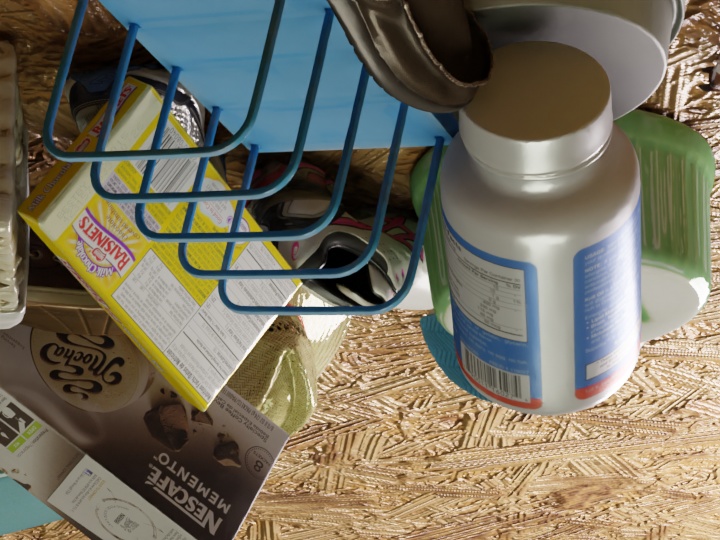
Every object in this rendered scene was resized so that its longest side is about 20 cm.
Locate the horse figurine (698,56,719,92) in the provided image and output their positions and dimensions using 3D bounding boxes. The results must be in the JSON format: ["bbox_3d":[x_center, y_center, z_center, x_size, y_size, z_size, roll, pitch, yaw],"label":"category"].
[{"bbox_3d":[0.302,-0.119,1.275,0.198,0.050,0.133,-8,171,-3],"label":"horse figurine"}]

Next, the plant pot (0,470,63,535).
[{"bbox_3d":[-0.231,0.104,1.658,0.198,0.143,0.141,-10,158,3],"label":"plant pot"}]

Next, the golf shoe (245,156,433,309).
[{"bbox_3d":[0.000,0.000,1.470,0.073,0.092,0.199,-42,144,20],"label":"golf shoe"}]

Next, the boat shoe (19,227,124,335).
[{"bbox_3d":[-0.204,-0.006,1.366,0.198,0.073,0.072,6,166,2],"label":"boat shoe"}]

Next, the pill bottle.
[{"bbox_3d":[0.101,-0.024,1.254,0.111,0.113,0.201,-4,134,2],"label":"pill bottle"}]

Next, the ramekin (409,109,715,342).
[{"bbox_3d":[0.132,-0.018,1.445,0.198,0.099,0.200,-2,158,-1],"label":"ramekin"}]

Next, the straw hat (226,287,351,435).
[{"bbox_3d":[-0.070,0.070,1.523,0.200,0.085,0.202,-17,133,-19],"label":"straw hat"}]

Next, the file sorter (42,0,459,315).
[{"bbox_3d":[-0.058,-0.071,1.203,0.138,0.124,0.200,-1,154,29],"label":"file sorter"}]

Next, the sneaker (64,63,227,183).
[{"bbox_3d":[-0.120,-0.056,1.342,0.076,0.086,0.200,-8,157,12],"label":"sneaker"}]

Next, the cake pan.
[{"bbox_3d":[0.085,-0.123,1.266,0.198,0.037,0.201,-2,158,-1],"label":"cake pan"}]

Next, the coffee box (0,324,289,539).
[{"bbox_3d":[-0.159,0.100,1.445,0.200,0.113,0.080,39,138,-10],"label":"coffee box"}]

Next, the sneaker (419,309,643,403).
[{"bbox_3d":[0.128,0.043,1.617,0.199,0.081,0.077,-3,121,44],"label":"sneaker"}]

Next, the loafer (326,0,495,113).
[{"bbox_3d":[0.019,-0.150,1.112,0.071,0.074,0.200,-20,140,24],"label":"loafer"}]

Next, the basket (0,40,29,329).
[{"bbox_3d":[-0.286,-0.052,1.271,0.198,0.137,0.124,1,156,-9],"label":"basket"}]

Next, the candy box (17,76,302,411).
[{"bbox_3d":[-0.111,-0.012,1.308,0.026,0.102,0.200,28,162,41],"label":"candy box"}]
